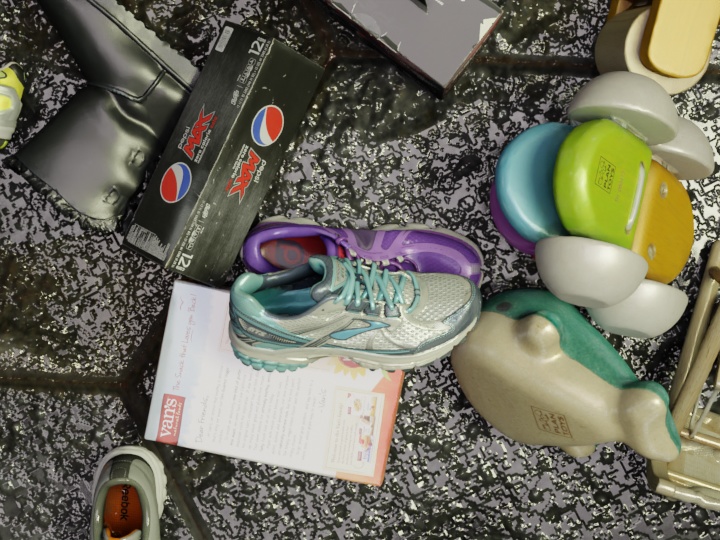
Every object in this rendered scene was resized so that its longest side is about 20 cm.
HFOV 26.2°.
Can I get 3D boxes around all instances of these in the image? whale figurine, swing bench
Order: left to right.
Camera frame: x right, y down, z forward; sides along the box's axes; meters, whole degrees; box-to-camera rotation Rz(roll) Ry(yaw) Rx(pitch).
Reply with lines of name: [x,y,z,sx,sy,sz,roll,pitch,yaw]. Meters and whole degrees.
whale figurine: [0.168,0.080,1.212,0.104,0.200,0.159,-48,134,-27]
swing bench: [0.350,0.106,1.228,0.199,0.130,0.200,18,99,0]

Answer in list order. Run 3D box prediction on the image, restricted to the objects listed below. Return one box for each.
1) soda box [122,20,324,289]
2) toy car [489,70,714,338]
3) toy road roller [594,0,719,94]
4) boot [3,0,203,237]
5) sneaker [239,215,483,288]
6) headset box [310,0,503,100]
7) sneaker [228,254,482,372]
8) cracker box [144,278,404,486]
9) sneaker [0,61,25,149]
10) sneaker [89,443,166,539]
soda box: [-0.109,-0.092,1.236,0.063,0.071,0.200,27,91,40]
toy car: [0.176,-0.051,1.195,0.150,0.200,0.175,7,78,33]
toy road roller: [0.284,-0.222,1.214,0.146,0.123,0.200,17,93,-10]
boot: [-0.225,-0.137,1.257,0.198,0.073,0.162,39,90,-8]
sneaker: [0.000,0.000,1.255,0.200,0.083,0.081,4,94,1]
headset box: [0.028,-0.206,1.183,0.149,0.200,0.075,38,94,0]
sneaker: [-0.006,0.028,1.187,0.200,0.086,0.078,-8,49,1]
cracker box: [-0.066,0.090,1.275,0.200,0.058,0.134,12,92,1]
sneaker: [-0.370,-0.171,1.271,0.200,0.075,0.076,25,87,-10]
sneaker: [-0.196,0.248,1.280,0.074,0.079,0.200,-3,95,1]
